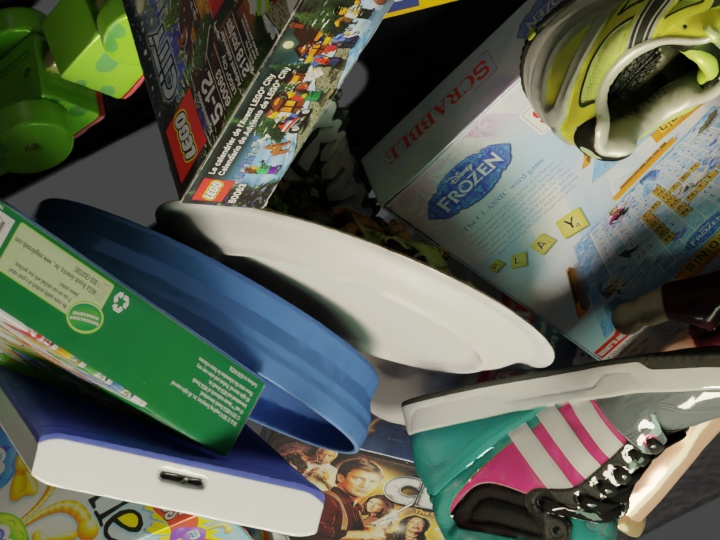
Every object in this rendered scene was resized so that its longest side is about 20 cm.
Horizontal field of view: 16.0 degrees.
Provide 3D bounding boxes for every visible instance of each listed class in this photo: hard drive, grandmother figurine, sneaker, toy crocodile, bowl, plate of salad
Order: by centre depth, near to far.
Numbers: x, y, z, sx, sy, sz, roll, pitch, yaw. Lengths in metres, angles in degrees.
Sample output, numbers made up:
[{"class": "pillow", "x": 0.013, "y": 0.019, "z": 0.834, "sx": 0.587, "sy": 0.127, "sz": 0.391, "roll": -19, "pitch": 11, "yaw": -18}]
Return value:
[{"class": "sneaker", "x": 0.162, "y": -0.119, "z": 1.111, "sx": 0.200, "sy": 0.077, "sz": 0.075, "roll": -42, "pitch": 127, "yaw": 14}, {"class": "toy crocodile", "x": -0.118, "y": -0.098, "z": 1.131, "sx": 0.200, "sy": 0.068, "sz": 0.062, "roll": -39, "pitch": 141, "yaw": 28}, {"class": "plate of salad", "x": 0.000, "y": 0.000, "z": 1.203, "sx": 0.199, "sy": 0.048, "sz": 0.200, "roll": 20, "pitch": 168, "yaw": 5}, {"class": "sneaker", "x": -0.051, "y": -0.069, "z": 1.205, "sx": 0.090, "sy": 0.067, "sz": 0.200, "roll": -20, "pitch": 149, "yaw": 0}, {"class": "hard drive", "x": -0.103, "y": 0.082, "z": 1.214, "sx": 0.131, "sy": 0.200, "sz": 0.026, "roll": 13, "pitch": 93, "yaw": -15}, {"class": "sneaker", "x": 0.116, "y": 0.104, "z": 1.214, "sx": 0.199, "sy": 0.122, "sz": 0.083, "roll": -12, "pitch": 176, "yaw": 33}, {"class": "bowl", "x": -0.082, "y": 0.025, "z": 1.244, "sx": 0.201, "sy": 0.200, "sz": 0.040, "roll": 42, "pitch": 72, "yaw": -52}, {"class": "grandmother figurine", "x": 0.181, "y": 0.046, "z": 1.265, "sx": 0.121, "sy": 0.061, "sz": 0.200, "roll": 27, "pitch": 116, "yaw": -30}]

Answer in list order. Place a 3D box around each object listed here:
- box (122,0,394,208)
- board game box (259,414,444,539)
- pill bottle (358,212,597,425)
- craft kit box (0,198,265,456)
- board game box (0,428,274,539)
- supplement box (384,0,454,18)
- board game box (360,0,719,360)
[{"class": "box", "x": -0.050, "y": -0.144, "z": 0.975, "sx": 0.037, "sy": 0.201, "sz": 0.137, "roll": 4, "pitch": 141, "yaw": -30}, {"class": "board game box", "x": 0.030, "y": 0.141, "z": 1.513, "sx": 0.199, "sy": 0.035, "sz": 0.136, "roll": 14, "pitch": 139, "yaw": -8}, {"class": "pill bottle", "x": 0.098, "y": 0.037, "z": 1.380, "sx": 0.199, "sy": 0.120, "sz": 0.120, "roll": 13, "pitch": 136, "yaw": -38}, {"class": "craft kit box", "x": -0.172, "y": 0.003, "z": 1.142, "sx": 0.200, "sy": 0.197, "sz": 0.049, "roll": 38, "pitch": 78, "yaw": -43}, {"class": "board game box", "x": -0.161, "y": 0.146, "z": 1.430, "sx": 0.199, "sy": 0.105, "sz": 0.103, "roll": -23, "pitch": 146, "yaw": 7}, {"class": "supplement box", "x": 0.076, "y": -0.195, "z": 1.043, "sx": 0.199, "sy": 0.109, "sz": 0.110, "roll": -15, "pitch": 147, "yaw": -5}, {"class": "board game box", "x": 0.137, "y": -0.062, "z": 1.227, "sx": 0.200, "sy": 0.041, "sz": 0.199, "roll": -43, "pitch": 129, "yaw": 16}]
